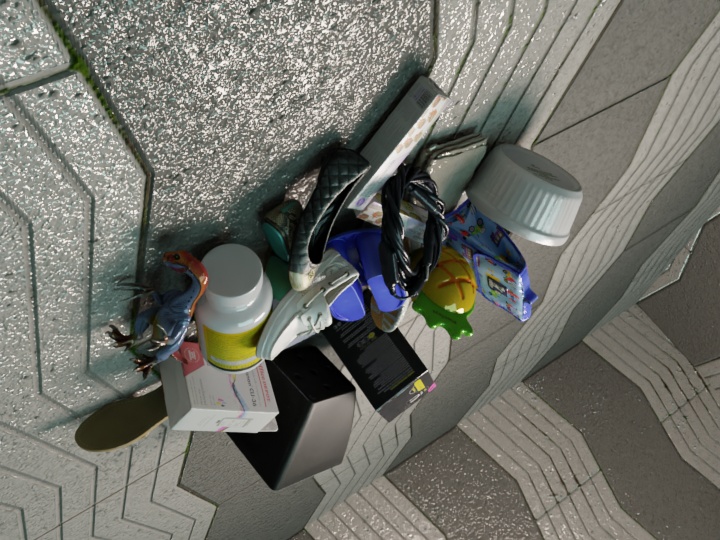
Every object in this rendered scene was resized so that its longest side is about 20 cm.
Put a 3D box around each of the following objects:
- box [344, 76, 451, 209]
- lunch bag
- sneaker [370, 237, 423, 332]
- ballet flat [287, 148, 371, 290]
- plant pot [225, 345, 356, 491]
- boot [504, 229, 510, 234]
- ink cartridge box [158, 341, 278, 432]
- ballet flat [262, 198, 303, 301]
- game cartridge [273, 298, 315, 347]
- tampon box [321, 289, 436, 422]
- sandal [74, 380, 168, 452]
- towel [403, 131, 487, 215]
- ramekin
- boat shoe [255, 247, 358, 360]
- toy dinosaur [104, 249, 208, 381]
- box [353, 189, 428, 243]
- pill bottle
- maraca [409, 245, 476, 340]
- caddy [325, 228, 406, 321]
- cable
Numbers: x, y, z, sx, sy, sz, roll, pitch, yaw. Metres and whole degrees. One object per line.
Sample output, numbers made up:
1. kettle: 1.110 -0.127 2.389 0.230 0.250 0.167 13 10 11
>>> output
1. box: 0.040 -0.169 0.971 0.201 0.042 0.038 -50 154 24
2. lunch bag: 0.234 -0.009 1.243 0.094 0.200 0.151 -35 143 -12
3. sneaker: 0.078 0.019 1.299 0.087 0.075 0.202 -22 135 -47
4. ballet flat: -0.047 -0.064 0.949 0.203 0.056 0.066 -68 164 10
5. plant pot: -0.124 0.261 1.375 0.198 0.200 0.179 -5 128 -51
6. boot: 0.192 -0.030 1.442 0.197 0.070 0.175 -14 149 -24
7. ink cartridge box: -0.204 0.185 1.122 0.198 0.118 0.067 14 134 -43
8. ballet flat: -0.097 -0.029 1.027 0.075 0.068 0.201 -44 159 -27
9. game cartridge: -0.142 0.094 1.216 0.198 0.041 0.134 -23 156 -31
10. tampon box: 0.038 0.169 1.403 0.126 0.201 0.150 -36 157 -2
11. sandal: -0.339 0.234 1.133 0.210 0.078 0.070 -31 151 -28
12. towel: 0.125 -0.140 1.176 0.131 0.035 0.201 -21 153 -31
13. ramekin: 0.284 -0.136 1.220 0.201 0.202 0.095 -8 132 -49
14. boat shoe: -0.070 0.055 1.011 0.201 0.069 0.071 -52 169 -28
15. toy dinosaur: -0.244 0.047 0.915 0.181 0.106 0.200 -40 171 16
16. box: 0.063 -0.084 1.122 0.039 0.042 0.199 -39 146 27
17. pill bottle: -0.176 0.053 0.993 0.110 0.112 0.201 -27 155 -22
18. maraca: 0.133 0.034 1.185 0.135 0.201 0.108 22 126 -14
19. caddy: 0.000 0.000 1.166 0.139 0.106 0.200 -15 156 4
20. cable: 0.083 -0.067 1.065 0.163 0.050 0.203 -35 125 -43
